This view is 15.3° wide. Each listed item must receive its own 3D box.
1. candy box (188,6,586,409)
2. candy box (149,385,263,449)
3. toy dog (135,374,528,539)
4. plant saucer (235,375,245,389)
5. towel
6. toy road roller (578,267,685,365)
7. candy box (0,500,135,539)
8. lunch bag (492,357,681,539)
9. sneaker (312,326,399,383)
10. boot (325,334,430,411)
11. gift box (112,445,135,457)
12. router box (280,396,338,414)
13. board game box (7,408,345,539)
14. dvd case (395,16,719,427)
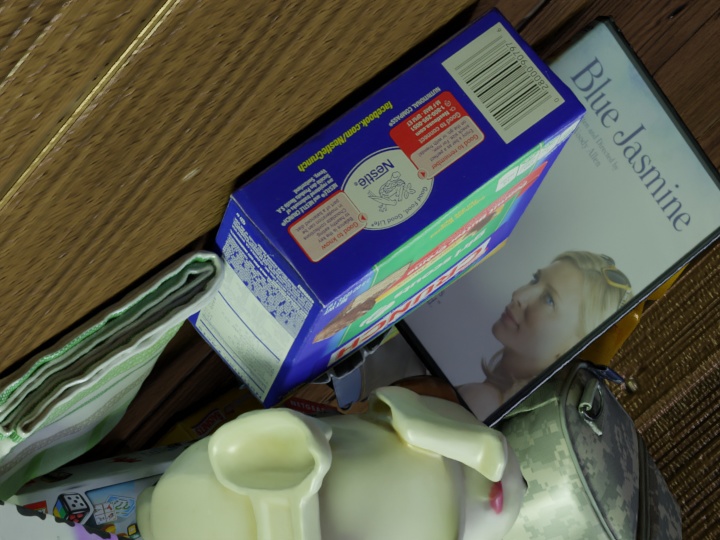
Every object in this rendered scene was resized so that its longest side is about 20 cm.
[{"bbox_3d":[0.008,-0.025,1.341,0.169,0.077,0.200,-36,172,-18],"label":"candy box"},{"bbox_3d":[-0.144,0.148,1.764,0.200,0.026,0.102,-45,175,32],"label":"candy box"},{"bbox_3d":[0.000,0.129,1.412,0.200,0.140,0.194,-12,180,-44],"label":"toy dog"},{"bbox_3d":[0.000,0.000,1.651,0.200,0.019,0.070,-44,171,16],"label":"plant saucer"},{"bbox_3d":[-0.145,0.071,1.331,0.149,0.031,0.200,-35,170,-29],"label":"towel"},{"bbox_3d":[0.125,0.010,1.645,0.200,0.123,0.146,118,-9,-59],"label":"toy road roller"},{"bbox_3d":[-0.165,0.207,1.302,0.071,0.168,0.200,-12,163,17],"label":"candy box"},{"bbox_3d":[0.080,0.143,1.597,0.200,0.168,0.140,-17,-141,23],"label":"lunch bag"},{"bbox_3d":[0.030,-0.014,1.559,0.200,0.078,0.090,-35,180,2],"label":"sneaker"},{"bbox_3d":[-0.001,0.053,1.796,0.097,0.075,0.200,-26,159,-18],"label":"boot"},{"bbox_3d":[-0.142,0.244,1.617,0.187,0.185,0.200,-41,-147,-12],"label":"gift box"},{"bbox_3d":[-0.070,0.212,1.757,0.049,0.180,0.200,15,133,-37],"label":"router box"},{"bbox_3d":[-0.093,0.159,1.480,0.200,0.127,0.035,-12,-166,-22],"label":"board game box"},{"bbox_3d":[0.101,-0.026,1.500,0.200,0.143,0.018,-39,-166,-8],"label":"dvd case"}]
